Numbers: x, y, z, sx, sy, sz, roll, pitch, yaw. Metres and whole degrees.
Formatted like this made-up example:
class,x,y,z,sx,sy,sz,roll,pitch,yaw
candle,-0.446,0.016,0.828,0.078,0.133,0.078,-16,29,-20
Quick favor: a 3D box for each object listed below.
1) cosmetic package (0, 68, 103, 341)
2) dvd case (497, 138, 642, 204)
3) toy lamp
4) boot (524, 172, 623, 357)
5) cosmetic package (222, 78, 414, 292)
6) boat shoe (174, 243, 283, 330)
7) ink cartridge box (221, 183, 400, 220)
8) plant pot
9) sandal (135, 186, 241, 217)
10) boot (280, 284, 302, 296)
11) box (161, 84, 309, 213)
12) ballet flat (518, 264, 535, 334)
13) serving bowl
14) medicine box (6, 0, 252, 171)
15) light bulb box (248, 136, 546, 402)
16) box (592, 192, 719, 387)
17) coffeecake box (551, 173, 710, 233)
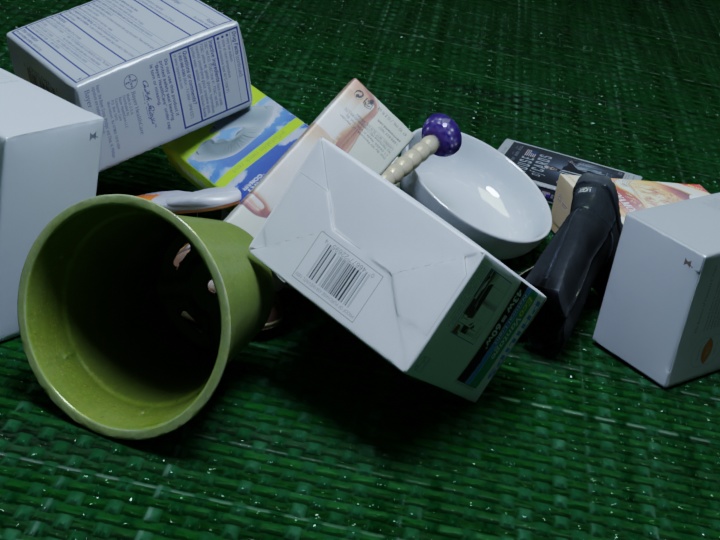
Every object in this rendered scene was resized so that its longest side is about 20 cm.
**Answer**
class,x,y,z,sx,sy,sz,roll,pitch,yaw
cosmetic package,-0.356,-0.073,1.317,0.198,0.202,0.122,25,28,29
dvd case,0.270,-0.121,1.891,0.198,0.025,0.150,18,25,12
toy lamp,0.039,-0.106,1.538,0.058,0.059,0.200,24,41,27
boot,0.234,0.020,1.497,0.065,0.166,0.201,-5,35,29
cosmetic package,-0.049,-0.082,1.401,0.087,0.200,0.103,42,-16,-5
boat shoe,-0.164,0.002,1.397,0.198,0.068,0.072,22,27,22
ink cartridge box,-0.055,-0.103,1.642,0.197,0.085,0.145,8,26,-4
plant pot,-0.164,0.028,1.238,0.198,0.203,0.190,19,13,17
sandal,-0.199,-0.050,1.474,0.079,0.060,0.205,-16,11,-41
boot,0.000,0.000,1.482,0.197,0.074,0.091,4,29,7
box,-0.114,-0.119,1.512,0.122,0.048,0.200,-40,49,-15
ballet flat,0.187,0.020,1.530,0.067,0.047,0.199,22,27,24
serving bowl,0.126,-0.080,1.663,0.198,0.066,0.201,22,33,-15
medicine box,-0.247,-0.216,1.518,0.198,0.104,0.182,-26,38,-25
light bulb box,0.038,0.004,1.284,0.198,0.125,0.200,37,3,26
box,0.360,0.014,1.488,0.198,0.154,0.106,-11,33,-40
coffeecake box,0.350,-0.049,1.713,0.197,0.074,0.154,3,25,-18
